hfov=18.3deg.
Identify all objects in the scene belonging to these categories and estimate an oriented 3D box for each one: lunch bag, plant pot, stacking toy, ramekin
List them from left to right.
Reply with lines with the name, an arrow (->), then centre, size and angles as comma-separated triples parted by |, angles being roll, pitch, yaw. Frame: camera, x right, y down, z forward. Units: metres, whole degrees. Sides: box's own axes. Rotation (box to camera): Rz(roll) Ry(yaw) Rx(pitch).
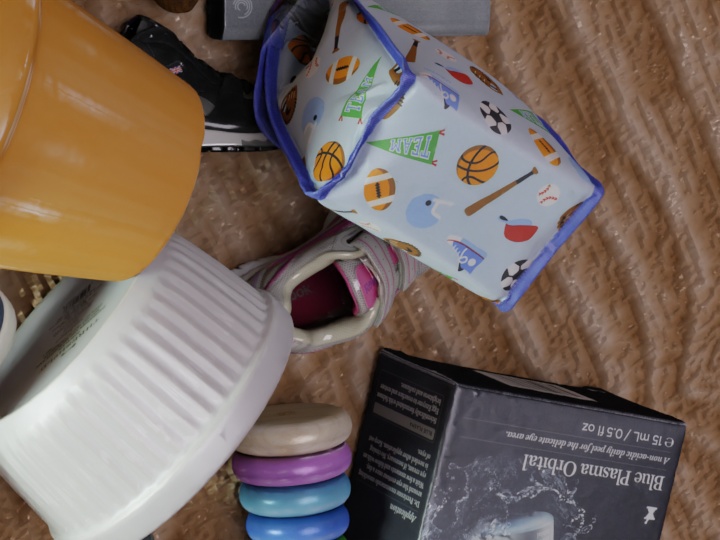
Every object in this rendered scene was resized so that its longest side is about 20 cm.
plant pot -> -0.197, -0.080, 1.274 | 0.183, 0.200, 0.201 | 21, 88, -29
ramekin -> -0.146, 0.067, 1.364 | 0.105, 0.200, 0.200 | 42, 79, -19
stacking toy -> -0.042, 0.194, 1.492 | 0.085, 0.085, 0.201 | -8, 99, -26
lunch bag -> 0.030, -0.088, 1.398 | 0.170, 0.200, 0.124 | 31, 108, -32

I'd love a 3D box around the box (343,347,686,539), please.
box -> 0.099, 0.175, 1.551 | 0.196, 0.117, 0.201 | 11, 95, -28

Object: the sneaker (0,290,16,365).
sneaker -> -0.272, 0.085, 1.294 | 0.085, 0.075, 0.201 | 53, 51, -60

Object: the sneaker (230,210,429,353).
sneaker -> 0.000, 0.000, 1.485 | 0.200, 0.088, 0.082 | -37, 113, -18

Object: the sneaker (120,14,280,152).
sneaker -> -0.115, -0.118, 1.417 | 0.199, 0.076, 0.088 | -2, 94, -27

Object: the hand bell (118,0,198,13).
hand bell -> -0.121, -0.187, 1.344 | 0.104, 0.200, 0.105 | -1, 81, 6

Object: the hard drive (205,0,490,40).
hard drive -> -0.006, -0.224, 1.476 | 0.199, 0.033, 0.140 | -4, 101, -26

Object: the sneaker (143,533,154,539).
sneaker -> -0.114, 0.249, 1.452 | 0.085, 0.074, 0.200 | -43, 97, -13
